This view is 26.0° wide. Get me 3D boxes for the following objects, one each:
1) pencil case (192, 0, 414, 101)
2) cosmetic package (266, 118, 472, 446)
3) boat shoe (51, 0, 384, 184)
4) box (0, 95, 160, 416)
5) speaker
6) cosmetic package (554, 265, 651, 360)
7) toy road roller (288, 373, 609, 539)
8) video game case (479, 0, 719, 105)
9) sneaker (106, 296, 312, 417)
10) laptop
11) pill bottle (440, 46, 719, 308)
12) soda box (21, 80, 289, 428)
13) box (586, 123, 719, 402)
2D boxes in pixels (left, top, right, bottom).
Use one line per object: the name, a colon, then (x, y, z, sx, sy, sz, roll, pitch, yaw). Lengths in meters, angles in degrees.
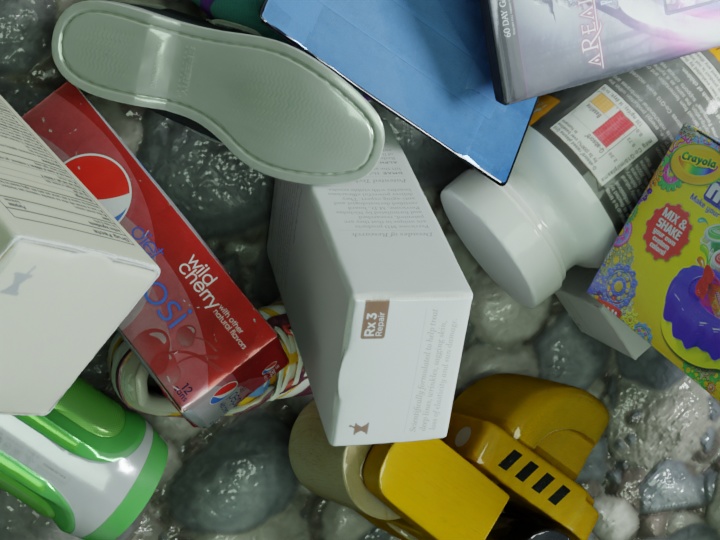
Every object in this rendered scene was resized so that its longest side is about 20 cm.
pencil case: (-0.058, -0.181, 0.921, 0.200, 0.085, 0.093, 42, 42, -20)
cosmetic package: (0.000, 0.000, 0.898, 0.074, 0.200, 0.102, -2, 125, -16)
boat shoe: (-0.075, -0.108, 0.892, 0.199, 0.060, 0.076, 26, 105, 5)
box: (-0.225, -0.031, 0.812, 0.200, 0.128, 0.109, 45, 103, 24)
speaker: (-0.213, 0.079, 0.918, 0.200, 0.088, 0.089, 37, 88, -20)
cosmetic package: (0.228, -0.028, 1.039, 0.200, 0.083, 0.051, -39, 108, -7)
toy road roller: (0.068, 0.116, 0.999, 0.200, 0.123, 0.146, 37, 75, -25)
video game case: (0.160, -0.189, 0.901, 0.199, 0.019, 0.144, -17, 111, -14)
sneaker: (-0.053, 0.054, 0.961, 0.199, 0.090, 0.075, -13, 104, -14)
laptop: (0.076, -0.190, 0.887, 0.187, 0.116, 0.200, 31, 123, -25)
pill bottle: (0.155, -0.074, 0.989, 0.200, 0.116, 0.117, -38, 108, -8)
soda box: (-0.128, -0.008, 0.890, 0.070, 0.063, 0.200, -38, 75, -7)
box: (0.279, 0.029, 0.913, 0.192, 0.200, 0.122, 17, 109, -40)
